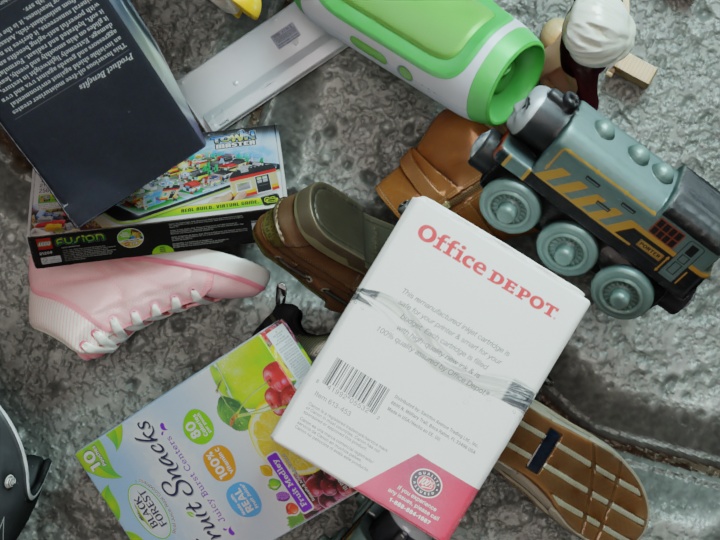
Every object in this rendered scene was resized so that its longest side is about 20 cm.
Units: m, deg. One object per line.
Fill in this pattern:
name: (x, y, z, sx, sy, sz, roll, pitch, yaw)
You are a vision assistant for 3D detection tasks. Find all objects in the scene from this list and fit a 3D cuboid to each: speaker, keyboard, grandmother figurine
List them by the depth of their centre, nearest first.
grandmother figurine: (0.166, -0.167, 1.107, 0.060, 0.200, 0.121, -8, 88, 1)
speaker: (0.043, -0.192, 1.134, 0.200, 0.088, 0.089, 35, 90, 24)
keyboard: (-0.057, -0.188, 1.210, 0.200, 0.011, 0.056, -34, 83, 0)

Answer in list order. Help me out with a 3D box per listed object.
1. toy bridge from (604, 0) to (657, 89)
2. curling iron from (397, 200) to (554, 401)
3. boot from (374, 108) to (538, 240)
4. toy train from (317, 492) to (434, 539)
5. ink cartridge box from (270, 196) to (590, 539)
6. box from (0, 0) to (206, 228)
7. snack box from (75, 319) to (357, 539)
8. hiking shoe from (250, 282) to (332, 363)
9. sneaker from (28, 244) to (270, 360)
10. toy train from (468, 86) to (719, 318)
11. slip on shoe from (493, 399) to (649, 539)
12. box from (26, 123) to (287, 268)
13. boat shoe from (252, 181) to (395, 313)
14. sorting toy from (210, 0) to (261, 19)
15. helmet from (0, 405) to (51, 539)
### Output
toy bridge: (0.250, -0.246, 1.194, 0.067, 0.027, 0.200, 29, 90, 4)
curling iron: (0.095, 0.023, 1.161, 0.026, 0.050, 0.200, -35, 102, 5)
boot: (0.123, -0.045, 1.172, 0.155, 0.077, 0.200, -40, 98, 7)
toy train: (-0.009, 0.247, 1.133, 0.085, 0.114, 0.200, 42, 104, 1)
ink cartridge box: (0.049, 0.068, 1.044, 0.145, 0.084, 0.200, 31, 89, 1)
box: (-0.227, -0.174, 1.084, 0.123, 0.200, 0.198, -31, 124, 0)
snack box: (-0.105, 0.150, 1.144, 0.200, 0.053, 0.142, -33, 90, 23)
hiking shoe: (0.002, 0.087, 1.168, 0.200, 0.076, 0.101, 26, 93, 3)
sneaker: (-0.174, 0.027, 1.173, 0.200, 0.075, 0.105, 8, 84, 9)
toy train: (0.178, -0.051, 1.070, 0.200, 0.085, 0.114, 37, 132, -3)
slip on shoe: (0.148, 0.151, 1.173, 0.200, 0.061, 0.076, 33, 91, -16)
box: (-0.159, -0.060, 1.156, 0.200, 0.110, 0.035, -7, 132, -3)
boat shoe: (0.000, 0.000, 1.139, 0.068, 0.072, 0.200, -24, 133, 32)
sorting toy: (-0.067, -0.293, 1.135, 0.180, 0.200, 0.107, -46, 107, 0)
helmet: (-0.343, 0.161, 1.116, 0.200, 0.191, 0.200, 0, 89, 2)
